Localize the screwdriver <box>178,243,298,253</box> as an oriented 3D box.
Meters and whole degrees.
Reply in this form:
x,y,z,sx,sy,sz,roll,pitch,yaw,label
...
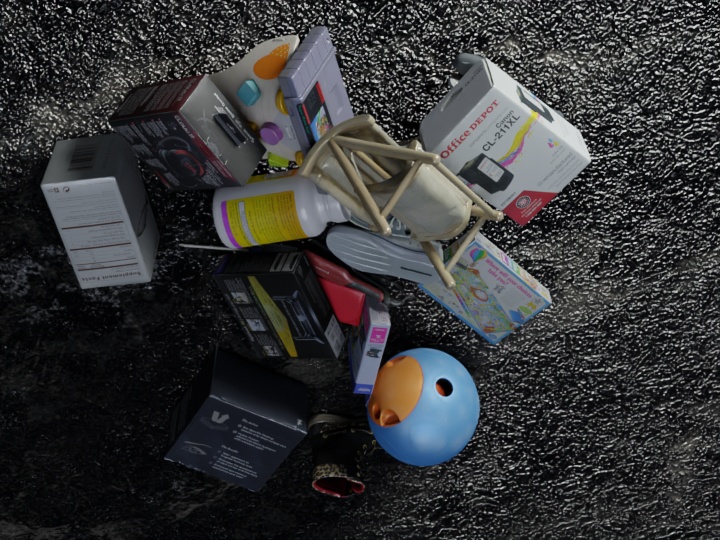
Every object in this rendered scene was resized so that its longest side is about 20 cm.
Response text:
x,y,z,sx,sy,sz,roll,pitch,yaw,label
-0.199,-0.031,1.700,0.196,0.029,0.028,2,131,-4,screwdriver

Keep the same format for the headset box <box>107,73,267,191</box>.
x,y,z,sx,sy,sz,roll,pitch,yaw,label
-0.238,-0.191,1.471,0.198,0.076,0.149,1,141,45,headset box

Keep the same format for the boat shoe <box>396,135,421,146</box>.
x,y,z,sx,sy,sz,roll,pitch,yaw,label
0.109,-0.172,1.562,0.198,0.069,0.075,-25,127,18,boat shoe

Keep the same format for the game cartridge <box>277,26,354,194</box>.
x,y,z,sx,sy,sz,roll,pitch,yaw,label
-0.053,-0.223,1.476,0.038,0.131,0.202,1,134,23,game cartridge

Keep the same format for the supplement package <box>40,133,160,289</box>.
x,y,z,sx,sy,sz,roll,pitch,yaw,label
-0.390,-0.089,1.588,0.115,0.118,0.202,-6,131,4,supplement package

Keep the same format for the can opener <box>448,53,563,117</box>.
x,y,z,sx,sy,sz,roll,pitch,yaw,label
0.216,-0.247,1.512,0.198,0.053,0.067,22,126,-19,can opener

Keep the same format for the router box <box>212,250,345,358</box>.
x,y,z,sx,sy,sz,roll,pitch,yaw,label
-0.131,0.060,1.711,0.155,0.053,0.202,-1,133,27,router box

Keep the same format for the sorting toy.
x,y,z,sx,sy,sz,roll,pitch,yaw,label
-0.153,-0.221,1.514,0.177,0.108,0.202,1,133,24,sorting toy

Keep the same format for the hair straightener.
x,y,z,sx,sy,sz,roll,pitch,yaw,label
0.000,0.000,1.698,0.197,0.077,0.041,23,127,7,hair straightener

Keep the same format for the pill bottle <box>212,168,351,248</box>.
x,y,z,sx,sy,sz,roll,pitch,yaw,label
-0.117,-0.097,1.582,0.197,0.105,0.105,-8,131,16,pill bottle

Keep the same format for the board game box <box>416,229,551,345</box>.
x,y,z,sx,sy,sz,roll,pitch,yaw,label
0.208,0.030,1.759,0.199,0.035,0.134,37,120,-28,board game box

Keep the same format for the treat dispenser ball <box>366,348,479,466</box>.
x,y,z,sx,sy,sz,roll,pitch,yaw,label
0.108,0.238,1.822,0.197,0.203,0.203,-1,131,-1,treat dispenser ball

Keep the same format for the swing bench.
x,y,z,sx,sy,sz,roll,pitch,yaw,label
0.055,-0.105,1.433,0.131,0.199,0.198,-54,140,2,swing bench

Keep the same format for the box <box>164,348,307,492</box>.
x,y,z,sx,sy,sz,roll,pitch,yaw,label
-0.225,0.277,1.902,0.195,0.118,0.201,25,127,-21,box

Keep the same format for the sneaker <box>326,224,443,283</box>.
x,y,z,sx,sy,sz,roll,pitch,yaw,label
0.041,-0.037,1.676,0.197,0.071,0.073,19,136,-10,sneaker

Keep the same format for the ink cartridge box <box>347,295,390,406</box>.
x,y,z,sx,sy,sz,roll,pitch,yaw,label
0.010,0.120,1.774,0.041,0.120,0.202,3,131,-9,ink cartridge box

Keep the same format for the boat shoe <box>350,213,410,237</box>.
x,y,z,sx,sy,sz,roll,pitch,yaw,label
0.067,-0.088,1.620,0.197,0.062,0.074,13,93,-18,boat shoe

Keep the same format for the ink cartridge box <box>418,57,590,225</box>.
x,y,z,sx,sy,sz,roll,pitch,yaw,label
0.202,-0.179,1.479,0.199,0.083,0.146,30,121,-26,ink cartridge box

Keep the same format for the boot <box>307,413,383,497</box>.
x,y,z,sx,sy,sz,roll,pitch,yaw,label
-0.004,0.347,1.945,0.197,0.152,0.074,10,130,-10,boot

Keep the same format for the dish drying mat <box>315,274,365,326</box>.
x,y,z,sx,sy,sz,roll,pitch,yaw,label
-0.090,0.035,1.727,0.197,0.018,0.078,19,128,7,dish drying mat
